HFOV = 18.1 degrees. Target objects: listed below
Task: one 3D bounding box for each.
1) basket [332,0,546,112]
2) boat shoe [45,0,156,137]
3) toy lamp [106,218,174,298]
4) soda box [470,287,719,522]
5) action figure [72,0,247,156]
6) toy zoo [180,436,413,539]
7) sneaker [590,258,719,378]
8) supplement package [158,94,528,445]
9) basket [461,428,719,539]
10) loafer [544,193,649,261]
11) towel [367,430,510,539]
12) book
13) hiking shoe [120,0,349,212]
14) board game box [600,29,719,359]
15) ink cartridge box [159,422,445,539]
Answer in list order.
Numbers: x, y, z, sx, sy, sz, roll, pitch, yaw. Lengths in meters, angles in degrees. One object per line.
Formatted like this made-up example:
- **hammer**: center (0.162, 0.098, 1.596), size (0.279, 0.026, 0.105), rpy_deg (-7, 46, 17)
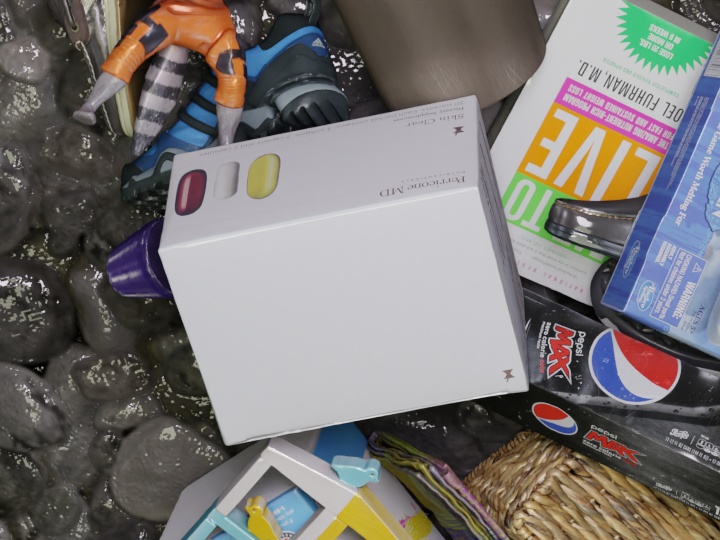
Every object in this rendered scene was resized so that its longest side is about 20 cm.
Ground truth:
- **basket**: center (0.033, -0.207, 1.410), size (0.135, 0.181, 0.201), rpy_deg (-14, 120, 16)
- **boat shoe**: center (-0.177, -0.186, 1.504), size (0.064, 0.073, 0.202), rpy_deg (-4, 103, 19)
- **toy lamp**: center (-0.089, -0.022, 1.528), size (0.199, 0.058, 0.059), rpy_deg (-18, 109, 32)
- **soda box**: center (0.172, 0.088, 1.473), size (0.199, 0.064, 0.071), rpy_deg (25, 153, 15)
- **action figure**: center (-0.137, -0.179, 1.446), size (0.198, 0.105, 0.195), rpy_deg (13, 80, -10)
- **toy zoo**: center (-0.049, 0.197, 1.500), size (0.131, 0.020, 0.200), rpy_deg (39, 113, -7)
- **sneaker**: center (0.240, 0.057, 1.513), size (0.199, 0.072, 0.083), rpy_deg (23, 152, 0)
- **supplement package**: center (-0.007, 0.001, 1.407), size (0.198, 0.111, 0.157), rpy_deg (-11, 124, 8)
- **basket**: center (0.188, 0.185, 1.590), size (0.143, 0.149, 0.200), rpy_deg (-45, 100, -10)
- **loafer**: center (0.214, -0.040, 1.465), size (0.198, 0.073, 0.073), rpy_deg (2, 103, -20)
- **towel**: center (0.083, 0.194, 1.577), size (0.023, 0.143, 0.200), rpy_deg (-42, 106, -11)
- **book**: center (0.157, -0.084, 1.497), size (0.133, 0.048, 0.201), rpy_deg (25, 114, -7)
- **hiking shoe**: center (-0.086, -0.102, 1.525), size (0.199, 0.074, 0.087), rpy_deg (-25, 62, 34)
- **board game box**: center (0.280, -0.030, 1.426), size (0.198, 0.043, 0.201), rpy_deg (23, 91, -18)
- **ink cartridge box**: center (-0.027, 0.229, 1.602), size (0.146, 0.146, 0.200), rpy_deg (-33, 104, 21)
